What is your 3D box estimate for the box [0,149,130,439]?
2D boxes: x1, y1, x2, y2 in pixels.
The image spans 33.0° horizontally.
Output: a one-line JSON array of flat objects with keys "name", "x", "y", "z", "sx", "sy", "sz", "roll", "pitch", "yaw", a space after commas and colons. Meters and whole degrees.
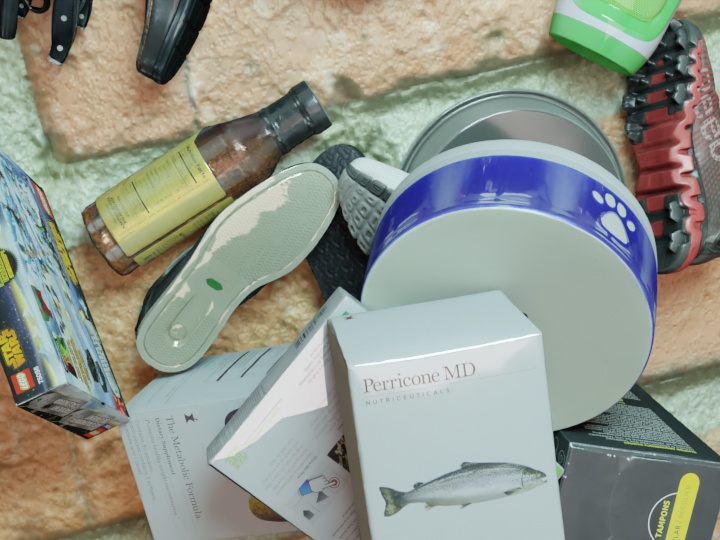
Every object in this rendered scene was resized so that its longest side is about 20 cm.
[{"name": "box", "x": -0.230, "y": 0.011, "z": 0.847, "sx": 0.040, "sy": 0.137, "sz": 0.201, "roll": -25, "pitch": 71, "yaw": 0}]

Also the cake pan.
[{"name": "cake pan", "x": 0.124, "y": -0.044, "z": 0.975, "sx": 0.199, "sy": 0.037, "sz": 0.201, "roll": -2, "pitch": 103, "yaw": -7}]

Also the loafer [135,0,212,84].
[{"name": "loafer", "x": -0.139, "y": -0.238, "z": 0.886, "sx": 0.072, "sy": 0.073, "sz": 0.201, "roll": 15, "pitch": 91, "yaw": -1}]

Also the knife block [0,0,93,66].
[{"name": "knife block", "x": -0.208, "y": -0.247, "z": 0.821, "sx": 0.064, "sy": 0.200, "sz": 0.176, "roll": 8, "pitch": 72, "yaw": -9}]

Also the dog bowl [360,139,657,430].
[{"name": "dog bowl", "x": 0.101, "y": 0.015, "z": 0.832, "sx": 0.199, "sy": 0.079, "sz": 0.201, "roll": 7, "pitch": 129, "yaw": 8}]

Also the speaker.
[{"name": "speaker", "x": 0.220, "y": -0.253, "z": 0.917, "sx": 0.088, "sy": 0.088, "sz": 0.201, "roll": 25, "pitch": 98, "yaw": -12}]

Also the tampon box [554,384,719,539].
[{"name": "tampon box", "x": 0.175, "y": 0.175, "z": 0.946, "sx": 0.126, "sy": 0.200, "sz": 0.151, "roll": 9, "pitch": 102, "yaw": -9}]

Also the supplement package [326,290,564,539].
[{"name": "supplement package", "x": 0.053, "y": 0.127, "z": 0.746, "sx": 0.116, "sy": 0.117, "sz": 0.201, "roll": -10, "pitch": 103, "yaw": -4}]

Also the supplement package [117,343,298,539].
[{"name": "supplement package", "x": -0.061, "y": 0.123, "z": 0.915, "sx": 0.199, "sy": 0.110, "sz": 0.114, "roll": -11, "pitch": 104, "yaw": 19}]

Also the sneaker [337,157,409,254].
[{"name": "sneaker", "x": 0.073, "y": -0.030, "z": 0.915, "sx": 0.199, "sy": 0.087, "sz": 0.075, "roll": 30, "pitch": 141, "yaw": -13}]

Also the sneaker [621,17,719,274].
[{"name": "sneaker", "x": 0.261, "y": -0.097, "z": 0.965, "sx": 0.098, "sy": 0.071, "sz": 0.202, "roll": 2, "pitch": 86, "yaw": -33}]

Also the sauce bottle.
[{"name": "sauce bottle", "x": -0.114, "y": -0.073, "z": 0.925, "sx": 0.199, "sy": 0.066, "sz": 0.066, "roll": -32, "pitch": 104, "yaw": -1}]

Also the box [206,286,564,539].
[{"name": "box", "x": 0.018, "y": 0.127, "z": 0.820, "sx": 0.200, "sy": 0.036, "sz": 0.144, "roll": 39, "pitch": 94, "yaw": -13}]

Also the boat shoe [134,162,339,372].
[{"name": "boat shoe", "x": -0.098, "y": -0.012, "z": 0.933, "sx": 0.200, "sy": 0.068, "sz": 0.072, "roll": -45, "pitch": 110, "yaw": 8}]

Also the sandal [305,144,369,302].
[{"name": "sandal", "x": 0.000, "y": 0.000, "z": 0.958, "sx": 0.075, "sy": 0.045, "sz": 0.201, "roll": -9, "pitch": 98, "yaw": 31}]
